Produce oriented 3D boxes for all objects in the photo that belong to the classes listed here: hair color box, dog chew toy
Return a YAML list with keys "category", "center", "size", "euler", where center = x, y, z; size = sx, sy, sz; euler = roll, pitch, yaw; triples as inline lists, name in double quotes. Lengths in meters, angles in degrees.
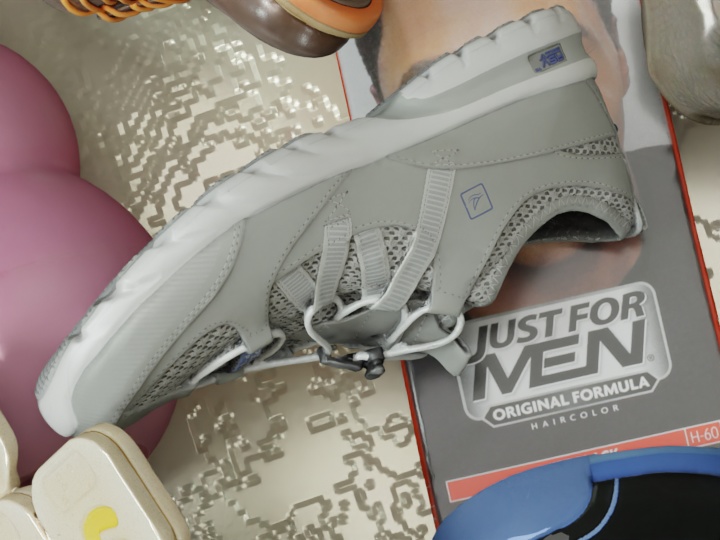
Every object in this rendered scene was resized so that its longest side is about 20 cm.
- category: "hair color box"
  center: [0.054, -0.017, 0.904]
  size: [0.101, 0.061, 0.201]
  euler: [-13, 81, 3]
- category: "dog chew toy"
  center: [-0.136, -0.018, 0.896]
  size: [0.124, 0.125, 0.201]
  euler: [-27, 74, 2]

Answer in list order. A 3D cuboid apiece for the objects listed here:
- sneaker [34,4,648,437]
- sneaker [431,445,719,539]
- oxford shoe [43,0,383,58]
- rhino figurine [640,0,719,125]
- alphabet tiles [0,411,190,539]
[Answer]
- category: "sneaker"
  center: [0.000, 0.000, 0.820]
  size: [0.200, 0.075, 0.082]
  euler: [-31, 88, -17]
- category: "sneaker"
  center: [0.122, 0.104, 0.844]
  size: [0.199, 0.070, 0.078]
  euler: [2, 48, -15]
- category: "oxford shoe"
  center: [-0.060, -0.103, 0.890]
  size: [0.200, 0.071, 0.073]
  euler: [44, 111, 49]
- category: "rhino figurine"
  center: [0.122, -0.135, 0.845]
  size: [0.087, 0.060, 0.201]
  euler: [-8, 106, -15]
- category: "alphabet tiles"
  center: [-0.098, 0.126, 0.813]
  size: [0.200, 0.015, 0.196]
  euler: [-40, 80, 42]
